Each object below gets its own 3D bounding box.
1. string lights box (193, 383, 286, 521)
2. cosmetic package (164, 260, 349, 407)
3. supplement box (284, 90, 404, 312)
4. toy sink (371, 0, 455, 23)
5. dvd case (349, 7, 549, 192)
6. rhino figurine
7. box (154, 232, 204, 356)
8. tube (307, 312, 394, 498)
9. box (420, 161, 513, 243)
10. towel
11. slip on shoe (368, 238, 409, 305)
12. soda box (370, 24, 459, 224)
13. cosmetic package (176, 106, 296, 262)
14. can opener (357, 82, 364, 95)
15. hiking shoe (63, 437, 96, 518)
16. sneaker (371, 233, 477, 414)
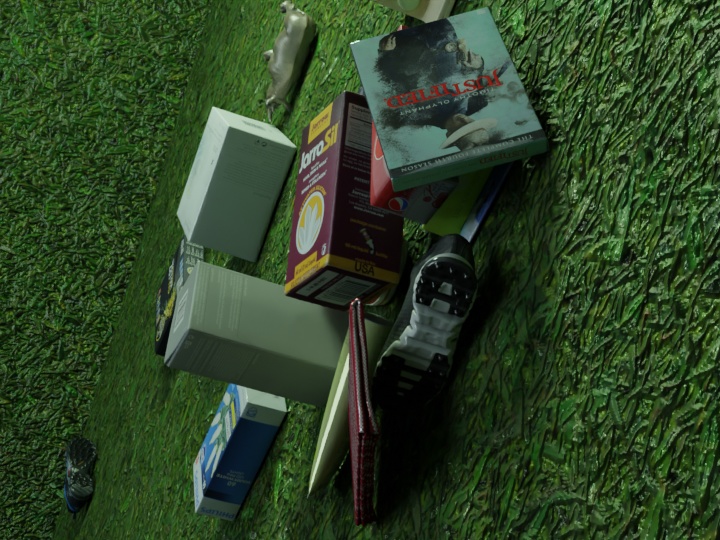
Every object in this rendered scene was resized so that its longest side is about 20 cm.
[{"bbox_3d":[-0.165,0.228,1.688,0.103,0.059,0.200,-105,36,-57],"label":"string lights box"},{"bbox_3d":[-0.115,0.076,1.460,0.090,0.199,0.107,-52,25,44],"label":"cosmetic package"},{"bbox_3d":[-0.012,-0.071,1.321,0.110,0.085,0.201,-34,46,56],"label":"supplement box"},{"bbox_3d":[0.051,-0.386,1.524,0.200,0.112,0.131,-117,47,-65],"label":"toy sink"},{"bbox_3d":[0.078,-0.164,1.168,0.022,0.145,0.200,76,180,-50],"label":"dvd case"},{"bbox_3d":[-0.126,-0.343,2.086,0.087,0.060,0.201,43,118,58],"label":"rhino figurine"},{"bbox_3d":[-0.346,0.048,2.402,0.161,0.049,0.200,-60,22,27],"label":"box"},{"bbox_3d":[-0.016,0.144,1.338,0.052,0.058,0.201,29,104,55],"label":"tube"},{"bbox_3d":[0.094,-0.121,1.266,0.200,0.047,0.122,-102,33,-58],"label":"box"},{"bbox_3d":[0.002,0.140,1.193,0.200,0.022,0.145,91,175,-55],"label":"towel"},{"bbox_3d":[0.000,0.000,1.409,0.200,0.061,0.074,-16,57,67],"label":"slip on shoe"},{"bbox_3d":[0.052,-0.146,1.231,0.070,0.063,0.201,127,153,-44],"label":"soda box"},{"bbox_3d":[-0.209,-0.145,2.057,0.199,0.123,0.201,-132,59,-69],"label":"cosmetic package"},{"bbox_3d":[0.001,-0.144,1.530,0.079,0.063,0.201,-134,63,-69],"label":"can opener"},{"bbox_3d":[-0.658,0.471,2.894,0.200,0.074,0.087,-99,32,-54],"label":"hiking shoe"},{"bbox_3d":[0.065,0.048,1.177,0.091,0.066,0.200,-71,1,-54],"label":"sneaker"}]
